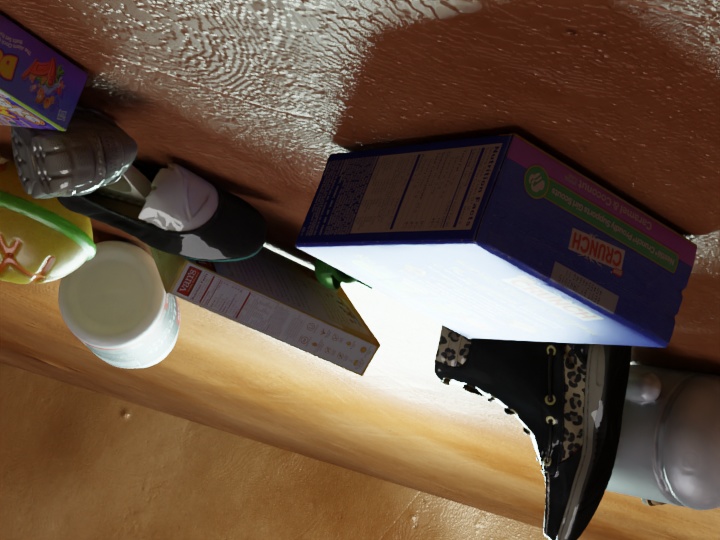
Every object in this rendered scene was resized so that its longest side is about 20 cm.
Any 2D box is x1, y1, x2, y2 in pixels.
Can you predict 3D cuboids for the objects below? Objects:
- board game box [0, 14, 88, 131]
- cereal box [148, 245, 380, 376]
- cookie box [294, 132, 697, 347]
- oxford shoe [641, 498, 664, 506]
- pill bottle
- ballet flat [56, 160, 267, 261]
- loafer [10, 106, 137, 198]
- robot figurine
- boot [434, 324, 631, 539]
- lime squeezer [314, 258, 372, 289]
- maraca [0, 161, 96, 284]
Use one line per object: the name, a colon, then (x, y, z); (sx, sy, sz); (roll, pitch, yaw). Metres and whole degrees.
board game box: (-0.299, -0.160, 0.974); (0.134, 0.045, 0.200); (9, 164, 40)
cereal box: (-0.090, 0.014, 1.287); (0.199, 0.040, 0.144); (25, -166, -25)
cookie box: (0.084, -0.015, 0.947); (0.170, 0.076, 0.199); (27, 165, -31)
oxford shoe: (0.340, 0.218, 1.579); (0.071, 0.072, 0.200); (10, 164, 17)
pill bottle: (-0.261, 0.045, 1.628); (0.115, 0.117, 0.200); (18, 168, 4)
ballet flat: (-0.171, -0.057, 1.184); (0.198, 0.068, 0.069); (15, 154, 20)
loafer: (-0.219, -0.089, 1.101); (0.069, 0.071, 0.200); (-13, -164, -22)
robot figurine: (0.261, 0.141, 1.259); (0.199, 0.114, 0.170); (5, 148, 49)
boot: (0.137, 0.117, 1.219); (0.153, 0.206, 0.073); (17, -157, 25)
lime squeezer: (0.000, 0.000, 1.228); (0.070, 0.038, 0.200); (21, 167, -11)
maraca: (-0.337, -0.051, 1.354); (0.198, 0.108, 0.137); (17, 160, 10)
